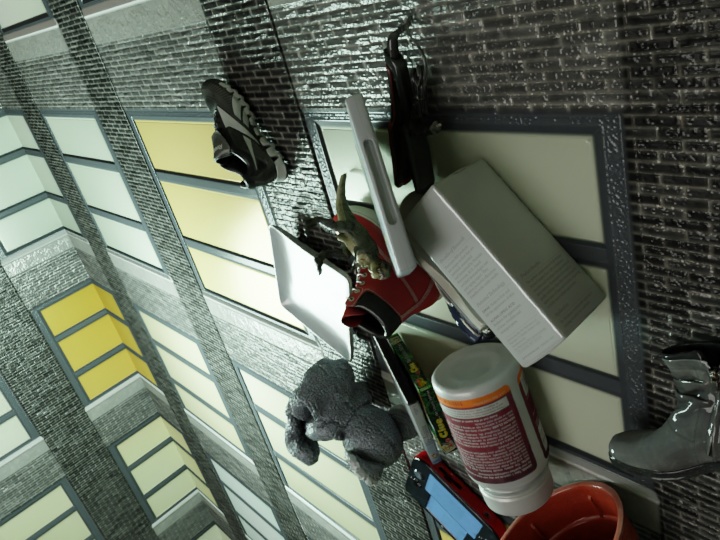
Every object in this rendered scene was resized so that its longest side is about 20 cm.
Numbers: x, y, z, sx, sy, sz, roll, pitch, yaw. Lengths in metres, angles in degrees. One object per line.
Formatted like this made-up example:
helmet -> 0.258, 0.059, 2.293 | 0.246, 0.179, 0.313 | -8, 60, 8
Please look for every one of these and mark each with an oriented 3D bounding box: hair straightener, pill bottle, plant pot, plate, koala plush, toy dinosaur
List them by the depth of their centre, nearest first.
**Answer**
hair straightener -> 0.066, -0.177, 0.729 | 0.077, 0.041, 0.201 | 26, 134, 40
plant pot -> 0.295, 0.406, 0.807 | 0.196, 0.201, 0.201 | 49, 150, -5
pill bottle -> 0.176, 0.205, 0.846 | 0.114, 0.114, 0.201 | 3, 120, 54
toy dinosaur -> -0.026, -0.045, 0.853 | 0.048, 0.087, 0.201 | 85, 164, -51
koala plush -> -0.010, 0.260, 1.099 | 0.199, 0.177, 0.185 | 32, 143, 30
plate -> -0.076, 0.034, 1.122 | 0.199, 0.032, 0.201 | 34, 144, 32

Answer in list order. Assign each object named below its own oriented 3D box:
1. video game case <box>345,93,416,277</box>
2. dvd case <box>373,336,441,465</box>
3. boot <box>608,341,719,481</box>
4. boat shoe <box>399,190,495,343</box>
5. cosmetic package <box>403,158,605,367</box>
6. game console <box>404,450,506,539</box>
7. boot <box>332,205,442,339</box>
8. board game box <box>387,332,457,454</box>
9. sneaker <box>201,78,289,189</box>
video game case -> 0.024, -0.083, 0.742 | 0.200, 0.022, 0.184 | 35, -142, -86
dvd case -> 0.068, 0.187, 0.971 | 0.143, 0.017, 0.201 | 62, 176, 42
boot -> 0.319, 0.133, 0.639 | 0.199, 0.070, 0.133 | -18, 97, 51
boat shoe -> 0.108, 0.002, 0.799 | 0.201, 0.074, 0.093 | 59, 168, 17
cosmetic package -> 0.149, -0.011, 0.688 | 0.200, 0.101, 0.074 | 51, 138, 12
game console -> 0.160, 0.420, 1.148 | 0.200, 0.031, 0.178 | 42, 146, 25
boot -> 0.000, 0.000, 0.875 | 0.200, 0.144, 0.073 | 40, 148, 27
board game box -> 0.085, 0.170, 0.942 | 0.105, 0.023, 0.200 | 65, 177, -16
sneaker -> -0.200, -0.209, 1.015 | 0.201, 0.090, 0.066 | 54, 148, 4
